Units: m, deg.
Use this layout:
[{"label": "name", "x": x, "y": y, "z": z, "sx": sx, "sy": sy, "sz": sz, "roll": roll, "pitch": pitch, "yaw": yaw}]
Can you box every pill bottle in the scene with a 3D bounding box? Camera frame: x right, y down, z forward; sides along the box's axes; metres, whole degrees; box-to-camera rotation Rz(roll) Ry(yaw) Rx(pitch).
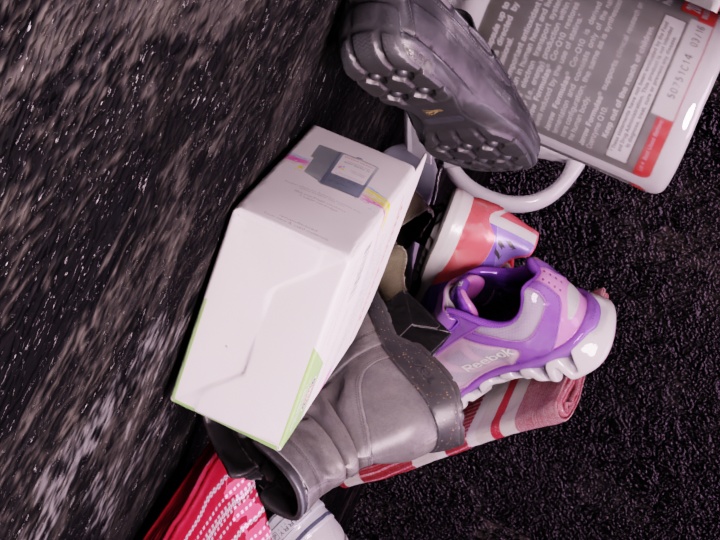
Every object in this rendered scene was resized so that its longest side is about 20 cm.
[{"label": "pill bottle", "x": 0.113, "y": -0.135, "z": 1.235, "sx": 0.114, "sy": 0.199, "sz": 0.115, "roll": 24, "pitch": 90, "yaw": -85}]

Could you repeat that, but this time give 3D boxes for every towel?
[{"label": "towel", "x": 0.084, "y": 0.089, "z": 1.483, "sx": 0.199, "sy": 0.023, "sz": 0.144, "roll": -22, "pitch": -157, "yaw": 35}, {"label": "towel", "x": -0.084, "y": 0.210, "z": 1.230, "sx": 0.145, "sy": 0.022, "sz": 0.201, "roll": -55, "pitch": 141, "yaw": -41}]

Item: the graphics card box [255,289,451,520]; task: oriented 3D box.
[{"label": "graphics card box", "x": -0.029, "y": 0.112, "z": 1.398, "sx": 0.125, "sy": 0.051, "sz": 0.200, "roll": -39, "pitch": 168, "yaw": -49}]

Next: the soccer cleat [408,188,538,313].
[{"label": "soccer cleat", "x": 0.074, "y": 0.015, "z": 1.489, "sx": 0.200, "sy": 0.073, "sz": 0.069, "roll": 107, "pitch": 4, "yaw": -58}]

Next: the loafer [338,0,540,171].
[{"label": "loafer", "x": 0.051, "y": -0.110, "z": 1.137, "sx": 0.200, "sy": 0.068, "sz": 0.071, "roll": 36, "pitch": 57, "yaw": -56}]

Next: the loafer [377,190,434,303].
[{"label": "loafer", "x": 0.000, "y": 0.000, "z": 1.428, "sx": 0.075, "sy": 0.069, "sz": 0.201, "roll": 108, "pitch": 7, "yaw": -50}]

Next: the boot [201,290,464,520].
[{"label": "boot", "x": -0.039, "y": 0.062, "z": 1.214, "sx": 0.131, "sy": 0.200, "sz": 0.070, "roll": -19, "pitch": 121, "yaw": -22}]

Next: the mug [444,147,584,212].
[{"label": "mug", "x": 0.138, "y": -0.141, "z": 1.647, "sx": 0.148, "sy": 0.174, "sz": 0.201, "roll": 96, "pitch": 19, "yaw": -75}]

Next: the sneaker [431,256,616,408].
[{"label": "sneaker", "x": 0.074, "y": 0.042, "z": 1.417, "sx": 0.199, "sy": 0.088, "sz": 0.081, "roll": -21, "pitch": -138, "yaw": 32}]

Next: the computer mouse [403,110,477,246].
[{"label": "computer mouse", "x": 0.061, "y": -0.116, "z": 1.515, "sx": 0.044, "sy": 0.109, "sz": 0.201, "roll": 10, "pitch": 91, "yaw": -64}]

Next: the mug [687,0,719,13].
[{"label": "mug", "x": 0.144, "y": -0.195, "z": 1.402, "sx": 0.200, "sy": 0.133, "sz": 0.178, "roll": -31, "pitch": -160, "yaw": 55}]

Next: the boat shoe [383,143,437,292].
[{"label": "boat shoe", "x": 0.007, "y": -0.002, "z": 1.575, "sx": 0.066, "sy": 0.069, "sz": 0.201, "roll": 99, "pitch": 8, "yaw": -67}]

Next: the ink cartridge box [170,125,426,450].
[{"label": "ink cartridge box", "x": -0.029, "y": -0.002, "z": 1.108, "sx": 0.200, "sy": 0.067, "sz": 0.118, "roll": -54, "pitch": 165, "yaw": -67}]

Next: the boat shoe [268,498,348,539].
[{"label": "boat shoe", "x": -0.036, "y": 0.203, "z": 1.377, "sx": 0.074, "sy": 0.067, "sz": 0.200, "roll": -43, "pitch": 170, "yaw": -9}]
